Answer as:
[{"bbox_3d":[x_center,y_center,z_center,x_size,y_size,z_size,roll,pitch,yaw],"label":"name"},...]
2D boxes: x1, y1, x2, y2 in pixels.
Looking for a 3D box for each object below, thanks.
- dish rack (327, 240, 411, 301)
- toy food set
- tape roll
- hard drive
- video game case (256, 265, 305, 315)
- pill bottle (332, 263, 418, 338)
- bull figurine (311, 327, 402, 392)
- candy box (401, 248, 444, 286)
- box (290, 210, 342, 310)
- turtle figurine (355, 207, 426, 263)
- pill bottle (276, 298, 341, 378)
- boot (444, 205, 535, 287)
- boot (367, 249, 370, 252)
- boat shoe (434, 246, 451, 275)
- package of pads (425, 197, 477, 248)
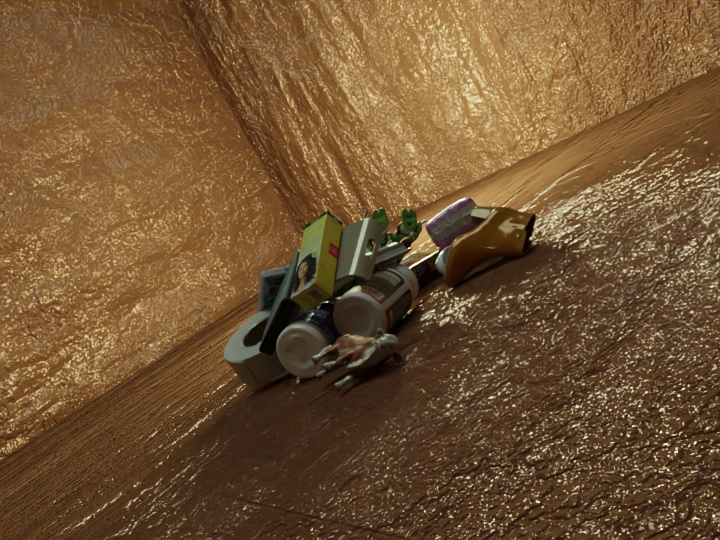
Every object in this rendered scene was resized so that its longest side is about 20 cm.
[{"bbox_3d":[0.000,0.000,1.628,0.200,0.044,0.171,-38,-9,40],"label":"dish rack"},{"bbox_3d":[-0.039,-0.011,1.529,0.200,0.060,0.144,-23,40,42],"label":"toy food set"},{"bbox_3d":[-0.199,0.156,1.656,0.202,0.071,0.203,-27,24,13],"label":"tape roll"},{"bbox_3d":[-0.156,0.063,1.564,0.200,0.033,0.140,-82,17,-61],"label":"hard drive"},{"bbox_3d":[-0.146,0.047,1.743,0.182,0.022,0.200,-12,-31,-19],"label":"video game case"},{"bbox_3d":[0.037,0.063,1.525,0.114,0.114,0.200,-24,7,32],"label":"pill bottle"},{"bbox_3d":[-0.009,0.146,1.280,0.121,0.065,0.200,-27,5,-17],"label":"bull figurine"},{"bbox_3d":[0.132,0.000,1.867,0.116,0.057,0.200,-30,8,-17],"label":"candy box"},{"bbox_3d":[-0.084,-0.023,1.493,0.075,0.050,0.200,-33,34,33],"label":"box"},{"bbox_3d":[0.064,-0.104,1.727,0.200,0.144,0.194,-58,-4,-20],"label":"turtle figurine"},{"bbox_3d":[-0.080,0.127,1.530,0.111,0.111,0.200,-25,7,27],"label":"pill bottle"},{"bbox_3d":[0.267,-0.044,1.551,0.144,0.071,0.202,16,73,38],"label":"boot"},{"bbox_3d":[0.022,0.015,1.840,0.073,0.096,0.200,-34,29,29],"label":"boot"},{"bbox_3d":[0.201,-0.021,1.696,0.066,0.070,0.200,-34,3,29],"label":"boat shoe"},{"bbox_3d":[0.214,-0.108,1.745,0.120,0.076,0.200,-31,0,5],"label":"package of pads"}]
